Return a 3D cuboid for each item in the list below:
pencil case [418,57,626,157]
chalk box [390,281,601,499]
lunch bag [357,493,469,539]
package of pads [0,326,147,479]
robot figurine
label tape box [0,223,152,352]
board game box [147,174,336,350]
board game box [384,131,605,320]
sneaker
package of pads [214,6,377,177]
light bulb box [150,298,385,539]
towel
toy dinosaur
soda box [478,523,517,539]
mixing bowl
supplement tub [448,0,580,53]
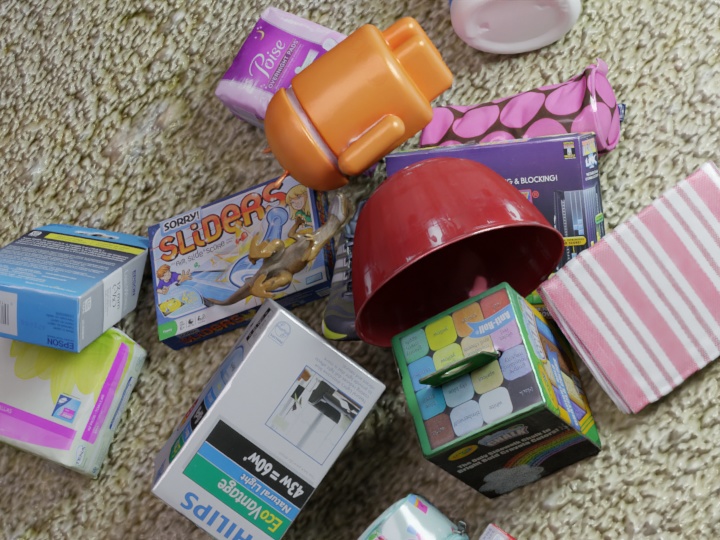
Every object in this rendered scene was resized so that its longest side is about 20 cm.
[{"bbox_3d":[0.152,-0.139,1.726,0.198,0.091,0.095,-12,73,25],"label":"pencil case"},{"bbox_3d":[0.113,0.102,1.578,0.124,0.200,0.125,-25,60,16],"label":"chalk box"},{"bbox_3d":[0.017,0.289,1.580,0.077,0.160,0.200,40,90,15],"label":"lunch bag"},{"bbox_3d":[-0.334,0.115,1.887,0.198,0.068,0.156,15,77,31],"label":"package of pads"},{"bbox_3d":[-0.010,-0.157,1.721,0.199,0.117,0.145,-36,74,8],"label":"robot figurine"},{"bbox_3d":[-0.311,0.013,1.864,0.142,0.200,0.067,9,109,16],"label":"label tape box"},{"bbox_3d":[-0.123,-0.013,1.849,0.198,0.034,0.137,-20,62,19],"label":"board game box"},{"bbox_3d":[0.129,-0.037,1.672,0.198,0.057,0.167,-4,98,26],"label":"board game box"},{"bbox_3d":[0.000,0.000,1.692,0.073,0.082,0.201,-2,30,4],"label":"sneaker"},{"bbox_3d":[-0.042,-0.189,1.856,0.199,0.076,0.121,26,80,33],"label":"package of pads"},{"bbox_3d":[-0.090,0.145,1.653,0.124,0.198,0.201,36,88,-6],"label":"light bulb box"},{"bbox_3d":[0.275,0.016,1.594,0.199,0.030,0.147,-36,89,7],"label":"towel"},{"bbox_3d":[-0.085,0.001,1.740,0.199,0.106,0.061,-35,81,19],"label":"toy dinosaur"},{"bbox_3d":[0.092,0.329,1.578,0.070,0.063,0.201,33,87,33],"label":"soda box"},{"bbox_3d":[0.070,-0.029,1.580,0.199,0.200,0.109,-29,66,14],"label":"mixing bowl"},{"bbox_3d":[0.145,-0.332,1.783,0.131,0.132,0.202,-15,64,21],"label":"supplement tub"}]
